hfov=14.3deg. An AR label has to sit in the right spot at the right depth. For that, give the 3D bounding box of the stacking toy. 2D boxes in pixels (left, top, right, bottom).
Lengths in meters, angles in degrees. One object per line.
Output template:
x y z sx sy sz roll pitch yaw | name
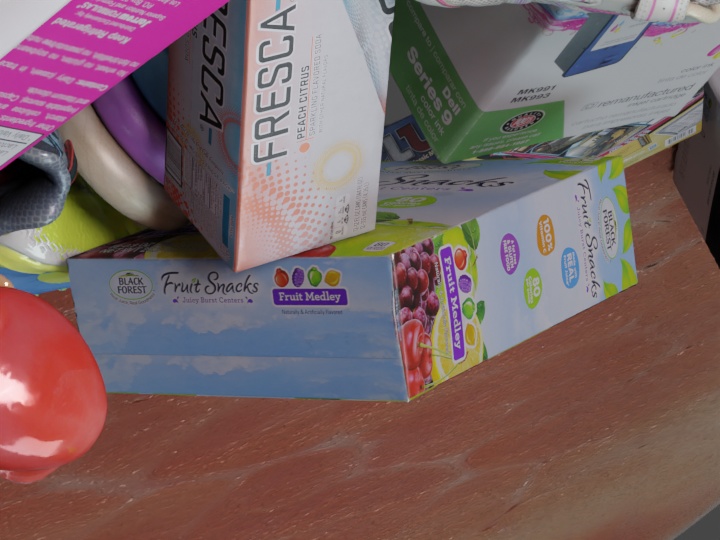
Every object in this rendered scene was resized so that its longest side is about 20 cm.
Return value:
-0.035 -0.107 1.191 0.200 0.085 0.085 -40 159 17 | stacking toy

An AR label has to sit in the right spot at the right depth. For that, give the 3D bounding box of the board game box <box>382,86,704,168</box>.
0.086 -0.068 1.510 0.200 0.035 0.136 -26 162 -4 | board game box

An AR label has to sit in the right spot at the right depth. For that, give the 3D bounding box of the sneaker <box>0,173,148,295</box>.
-0.130 -0.024 1.306 0.105 0.076 0.200 -16 170 31 | sneaker

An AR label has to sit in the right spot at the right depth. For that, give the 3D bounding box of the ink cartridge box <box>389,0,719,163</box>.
0.115 -0.143 1.269 0.145 0.088 0.200 -13 155 -34 | ink cartridge box

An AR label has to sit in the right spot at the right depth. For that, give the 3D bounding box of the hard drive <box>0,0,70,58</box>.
-0.116 -0.147 0.883 0.200 0.132 0.025 -36 -169 25 | hard drive

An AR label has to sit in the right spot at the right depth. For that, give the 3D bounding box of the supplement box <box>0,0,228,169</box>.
-0.129 -0.112 0.993 0.200 0.101 0.103 -33 161 20 | supplement box

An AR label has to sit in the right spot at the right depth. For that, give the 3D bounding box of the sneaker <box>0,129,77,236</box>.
-0.202 -0.025 1.110 0.200 0.096 0.079 -25 130 -23 | sneaker

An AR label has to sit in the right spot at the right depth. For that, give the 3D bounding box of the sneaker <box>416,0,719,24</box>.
0.100 -0.135 1.077 0.200 0.088 0.081 -15 129 -28 | sneaker

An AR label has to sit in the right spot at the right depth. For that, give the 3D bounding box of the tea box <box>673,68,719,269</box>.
0.280 -0.033 1.614 0.133 0.197 0.200 -25 161 -5 | tea box

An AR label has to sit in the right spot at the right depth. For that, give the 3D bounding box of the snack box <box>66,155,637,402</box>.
0.000 0.000 1.248 0.168 0.068 0.200 0 -168 33 | snack box

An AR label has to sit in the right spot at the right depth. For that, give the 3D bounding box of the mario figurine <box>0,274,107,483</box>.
-0.188 0.046 1.182 0.200 0.124 0.106 13 -161 28 | mario figurine

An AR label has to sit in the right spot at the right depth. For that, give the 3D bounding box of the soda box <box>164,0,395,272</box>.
-0.030 -0.100 1.098 0.068 0.064 0.200 -18 134 -26 | soda box
